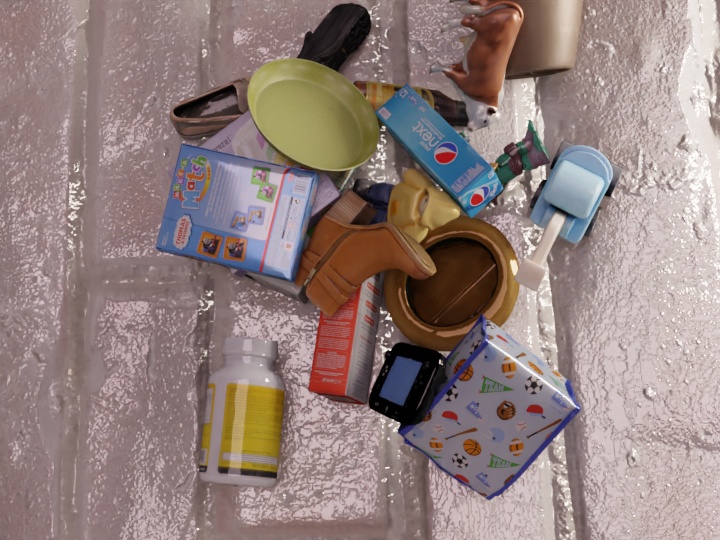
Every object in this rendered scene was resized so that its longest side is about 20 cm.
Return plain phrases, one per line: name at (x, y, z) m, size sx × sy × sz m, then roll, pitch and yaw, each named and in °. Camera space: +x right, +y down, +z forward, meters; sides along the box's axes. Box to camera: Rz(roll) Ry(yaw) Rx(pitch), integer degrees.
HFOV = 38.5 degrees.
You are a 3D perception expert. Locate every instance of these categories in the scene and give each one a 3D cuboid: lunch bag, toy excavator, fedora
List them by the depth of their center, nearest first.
lunch bag at (0.168, 0.192, 1.398) m, size 0.169 × 0.124 × 0.201 m, roll 35°, pitch 105°, yaw -4°
toy excavator at (0.277, -0.078, 1.433) m, size 0.099 × 0.200 × 0.196 m, roll 28°, pitch 106°, yaw 11°
fedora at (0.134, 0.022, 1.480) m, size 0.198 × 0.082 × 0.204 m, roll -2°, pitch 82°, yaw 13°

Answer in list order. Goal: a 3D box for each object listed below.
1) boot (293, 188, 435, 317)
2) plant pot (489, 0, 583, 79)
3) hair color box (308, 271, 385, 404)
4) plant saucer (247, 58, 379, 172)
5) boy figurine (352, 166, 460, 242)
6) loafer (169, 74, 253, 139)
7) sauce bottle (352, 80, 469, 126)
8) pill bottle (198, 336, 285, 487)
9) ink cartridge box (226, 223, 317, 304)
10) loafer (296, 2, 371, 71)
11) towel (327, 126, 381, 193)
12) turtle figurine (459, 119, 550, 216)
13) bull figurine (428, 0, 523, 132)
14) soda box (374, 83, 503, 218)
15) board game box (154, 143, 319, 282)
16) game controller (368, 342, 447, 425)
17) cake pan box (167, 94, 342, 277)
boot at (0.000, 0.000, 1.389) m, size 0.155 × 0.073 × 0.200 m, roll -53°, pitch 49°, yaw 5°
plant pot at (0.252, -0.377, 1.516) m, size 0.197 × 0.200 × 0.177 m, roll -7°, pitch 94°, yaw 5°
hair color box at (-0.017, 0.082, 1.470) m, size 0.060 × 0.101 × 0.203 m, roll 5°, pitch 77°, yaw 19°
plant saucer at (-0.069, -0.211, 1.436) m, size 0.198 × 0.031 × 0.202 m, roll 14°, pitch 52°, yaw -19°
boy figurine at (0.061, -0.083, 1.451) m, size 0.064 × 0.199 × 0.126 m, roll 18°, pitch 87°, yaw -34°
loafer at (-0.197, -0.256, 1.587) m, size 0.198 × 0.063 × 0.073 m, roll -20°, pitch 77°, yaw 2°
sauce bottle at (0.083, -0.243, 1.539) m, size 0.197 × 0.066 × 0.067 m, roll 3°, pitch 77°, yaw -8°
pill bottle at (-0.164, 0.201, 1.458) m, size 0.110 × 0.112 × 0.203 m, roll 3°, pitch 78°, yaw 7°
ink cartridge box at (-0.143, -0.060, 1.527) m, size 0.198 × 0.083 × 0.148 m, roll 24°, pitch 81°, yaw 10°
loafer at (-0.061, -0.334, 1.580) m, size 0.070 × 0.068 × 0.201 m, roll 24°, pitch 65°, yaw 30°
towel at (-0.060, -0.198, 1.540) m, size 0.145 × 0.022 × 0.201 m, roll 23°, pitch 56°, yaw 10°
turtle figurine at (0.175, -0.143, 1.506) m, size 0.198 × 0.101 × 0.151 m, roll -27°, pitch 41°, yaw 12°
bull figurine at (0.164, -0.299, 1.470) m, size 0.120 × 0.202 × 0.065 m, roll 17°, pitch 35°, yaw 1°
soda box at (0.108, -0.167, 1.428) m, size 0.064 × 0.068 × 0.200 m, roll -41°, pitch 58°, yaw 2°
board game box at (-0.169, -0.080, 1.419) m, size 0.197 × 0.037 × 0.153 m, roll 13°, pitch 85°, yaw 9°
game controller at (0.061, 0.153, 1.407) m, size 0.042 × 0.200 × 0.105 m, roll 36°, pitch 81°, yaw -13°
cake pan box at (-0.152, -0.118, 1.464) m, size 0.199 × 0.052 × 0.185 m, roll -34°, pitch 78°, yaw 4°
